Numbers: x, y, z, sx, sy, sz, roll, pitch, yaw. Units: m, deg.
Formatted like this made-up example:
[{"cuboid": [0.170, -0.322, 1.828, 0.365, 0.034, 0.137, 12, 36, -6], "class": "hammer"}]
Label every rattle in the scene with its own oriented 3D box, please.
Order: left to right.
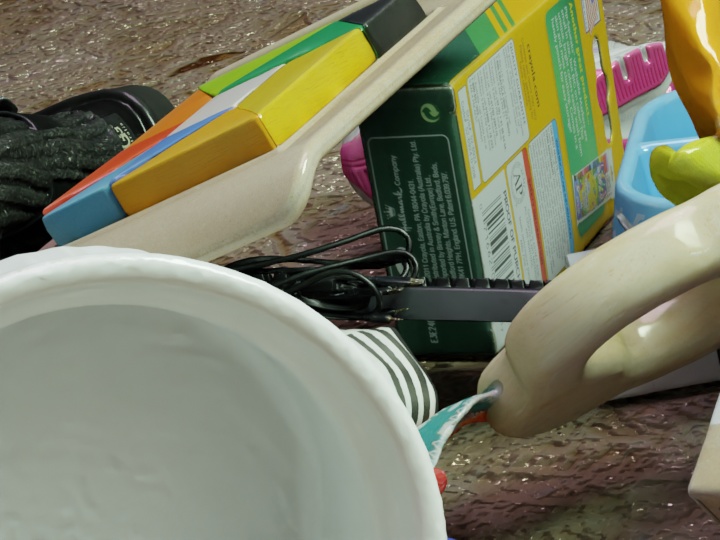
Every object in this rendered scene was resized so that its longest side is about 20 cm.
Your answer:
[{"cuboid": [0.065, -0.008, 1.000, 0.200, 0.143, 0.130, -33, -2, 28], "class": "rattle"}]

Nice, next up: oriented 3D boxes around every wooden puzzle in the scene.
[{"cuboid": [-0.050, -0.059, 1.141, 0.185, 0.037, 0.200, -22, 20, 39], "class": "wooden puzzle"}]

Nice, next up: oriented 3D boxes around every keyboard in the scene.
[{"cuboid": [0.000, 0.000, 1.128, 0.200, 0.040, 0.104, 0, 3, 11], "class": "keyboard"}]

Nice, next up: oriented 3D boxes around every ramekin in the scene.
[{"cuboid": [-0.081, 0.087, 0.847, 0.200, 0.201, 0.098, -14, 12, -11], "class": "ramekin"}]

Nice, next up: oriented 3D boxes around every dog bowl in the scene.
[{"cuboid": [0.164, -0.038, 1.199, 0.111, 0.050, 0.200, -6, 19, 13], "class": "dog bowl"}]

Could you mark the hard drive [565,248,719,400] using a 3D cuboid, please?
[{"cuboid": [0.195, 0.005, 1.178, 0.200, 0.027, 0.132, -10, 19, 0], "class": "hard drive"}]

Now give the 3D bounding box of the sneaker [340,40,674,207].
[{"cuboid": [0.070, -0.071, 1.390, 0.200, 0.082, 0.088, -12, 16, -31], "class": "sneaker"}]

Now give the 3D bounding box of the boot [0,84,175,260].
[{"cuboid": [-0.197, -0.025, 1.265, 0.211, 0.080, 0.158, -29, -5, 35], "class": "boot"}]

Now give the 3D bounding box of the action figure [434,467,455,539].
[{"cuboid": [0.081, 0.109, 0.884, 0.099, 0.065, 0.200, -24, 22, -12], "class": "action figure"}]

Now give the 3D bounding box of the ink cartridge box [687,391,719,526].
[{"cuboid": [0.212, 0.004, 0.874, 0.165, 0.075, 0.200, -5, 54, 44], "class": "ink cartridge box"}]

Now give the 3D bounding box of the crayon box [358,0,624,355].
[{"cuboid": [0.065, -0.056, 1.265, 0.051, 0.126, 0.200, -1, 21, 25], "class": "crayon box"}]

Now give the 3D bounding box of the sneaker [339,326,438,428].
[{"cuboid": [-0.059, 0.048, 1.062, 0.200, 0.076, 0.115, 10, 0, 36], "class": "sneaker"}]

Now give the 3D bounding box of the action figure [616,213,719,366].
[{"cuboid": [0.195, 0.005, 1.051, 0.200, 0.119, 0.102, 0, 16, 11], "class": "action figure"}]
